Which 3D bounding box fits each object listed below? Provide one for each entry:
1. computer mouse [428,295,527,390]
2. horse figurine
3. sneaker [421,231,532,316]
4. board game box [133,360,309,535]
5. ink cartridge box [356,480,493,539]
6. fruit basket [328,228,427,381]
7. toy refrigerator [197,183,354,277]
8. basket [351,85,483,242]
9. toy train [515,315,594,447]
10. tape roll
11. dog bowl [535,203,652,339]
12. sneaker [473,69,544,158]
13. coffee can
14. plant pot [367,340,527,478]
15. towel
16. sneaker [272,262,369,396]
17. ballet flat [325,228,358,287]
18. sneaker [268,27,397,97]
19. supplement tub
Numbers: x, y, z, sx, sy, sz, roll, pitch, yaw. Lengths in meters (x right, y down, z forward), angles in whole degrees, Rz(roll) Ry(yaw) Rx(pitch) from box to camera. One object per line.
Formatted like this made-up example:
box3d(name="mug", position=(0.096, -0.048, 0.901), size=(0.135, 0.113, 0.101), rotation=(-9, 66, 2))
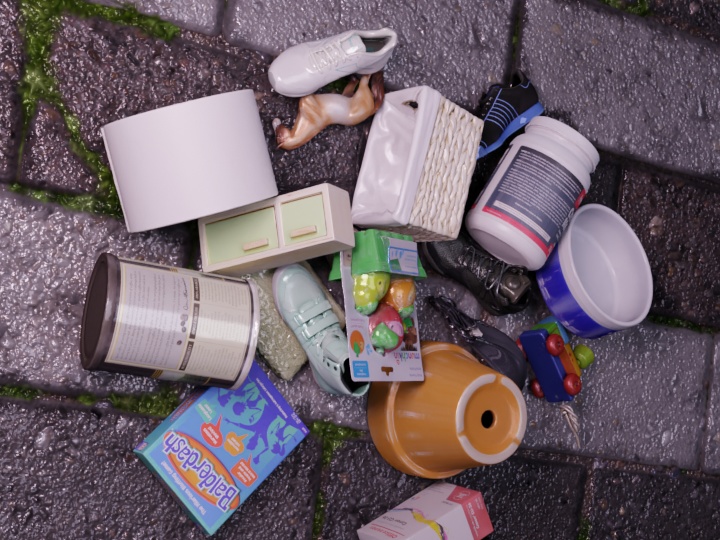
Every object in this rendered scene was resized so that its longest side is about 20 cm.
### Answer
box3d(name="computer mouse", position=(0.195, 0.107, 1.830), size=(0.053, 0.139, 0.200), rotation=(-45, 121, 2))
box3d(name="horse figurine", position=(-0.039, -0.250, 1.743), size=(0.197, 0.050, 0.135), rotation=(-10, 87, -26))
box3d(name="sneaker", position=(0.185, -0.003, 1.830), size=(0.199, 0.114, 0.077), rotation=(42, 68, -20))
box3d(name="board game box", position=(-0.186, 0.231, 1.651), size=(0.200, 0.045, 0.153), rotation=(-45, 109, -22))
box3d(name="ink cartridge box", position=(0.078, 0.386, 1.756), size=(0.198, 0.116, 0.068), rotation=(-27, 103, -28))
box3d(name="fruit basket", position=(0.035, 0.047, 1.640), size=(0.184, 0.093, 0.203), rotation=(9, 68, -56))
box3d(name="toy refrigerator", position=(-0.112, -0.050, 1.583), size=(0.070, 0.197, 0.077), rotation=(17, 63, -63))
box3d(name="basket", position=(0.085, -0.147, 1.763), size=(0.122, 0.135, 0.203), rotation=(18, 81, -30))
box3d(name="toy train", position=(0.333, 0.164, 1.935), size=(0.115, 0.084, 0.202), rotation=(-37, 107, -39))
box3d(name="tape roll", position=(-0.215, -0.139, 1.554), size=(0.200, 0.202, 0.141), rotation=(-18, 97, -28))
box3d(name="dog bowl", position=(0.368, 0.003, 1.915), size=(0.198, 0.078, 0.203), rotation=(18, 59, -34))
box3d(name="sneaker", position=(0.199, -0.235, 1.871), size=(0.199, 0.070, 0.079), rotation=(-38, 104, -32))
box3d(name="coffee can", position=(-0.244, 0.067, 1.552), size=(0.197, 0.146, 0.149), rotation=(11, 84, -23))
box3d(name="plant pot", position=(0.138, 0.205, 1.757), size=(0.198, 0.183, 0.204), rotation=(1, 88, -29))
box3d(name="towel", position=(-0.117, 0.040, 1.700), size=(0.148, 0.036, 0.201), rotation=(-43, 109, -23))
box3d(name="sneaker", position=(-0.044, 0.080, 1.651), size=(0.073, 0.118, 0.203), rotation=(-32, 107, -23))
box3d(name="ballet flat", position=(0.000, 0.000, 1.749), size=(0.068, 0.067, 0.202), rotation=(-32, 104, -34))
box3d(name="sneaker", position=(-0.037, -0.300, 1.688), size=(0.198, 0.080, 0.071), rotation=(-23, 87, -24))
box3d(name="supplement tub", position=(0.261, -0.116, 1.847), size=(0.140, 0.140, 0.201), rotation=(37, 80, -23))
